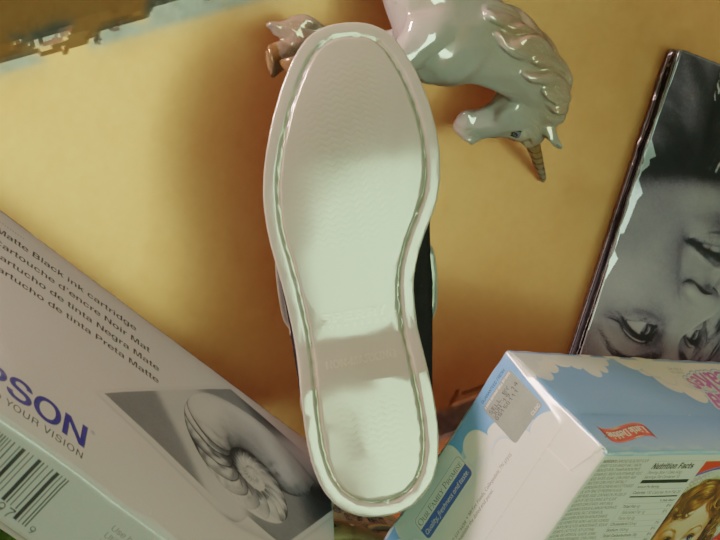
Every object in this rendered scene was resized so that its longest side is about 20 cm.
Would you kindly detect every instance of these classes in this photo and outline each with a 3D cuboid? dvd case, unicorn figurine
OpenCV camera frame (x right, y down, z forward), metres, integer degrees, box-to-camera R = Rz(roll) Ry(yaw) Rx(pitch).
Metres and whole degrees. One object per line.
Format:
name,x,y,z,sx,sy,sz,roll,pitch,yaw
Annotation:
dvd case,0.187,0.007,0.906,0.148,0.016,0.201,17,94,-21
unicorn figurine,0.023,-0.121,0.796,0.137,0.074,0.201,-9,105,-13

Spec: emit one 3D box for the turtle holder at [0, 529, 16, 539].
turtle holder,-0.094,0.171,0.757,0.132,0.186,0.141,-49,149,19

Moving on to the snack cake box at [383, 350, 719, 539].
snack cake box,0.115,0.101,0.808,0.200,0.067,0.115,6,122,-48

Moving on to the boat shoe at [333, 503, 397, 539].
boat shoe,0.042,0.160,0.858,0.199,0.063,0.074,21,92,-22

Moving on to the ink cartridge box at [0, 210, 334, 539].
ink cartridge box,-0.093,0.055,0.721,0.199,0.200,0.041,39,107,-22

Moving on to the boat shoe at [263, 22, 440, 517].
boat shoe,0.000,0.000,0.753,0.074,0.060,0.201,-8,90,-4
